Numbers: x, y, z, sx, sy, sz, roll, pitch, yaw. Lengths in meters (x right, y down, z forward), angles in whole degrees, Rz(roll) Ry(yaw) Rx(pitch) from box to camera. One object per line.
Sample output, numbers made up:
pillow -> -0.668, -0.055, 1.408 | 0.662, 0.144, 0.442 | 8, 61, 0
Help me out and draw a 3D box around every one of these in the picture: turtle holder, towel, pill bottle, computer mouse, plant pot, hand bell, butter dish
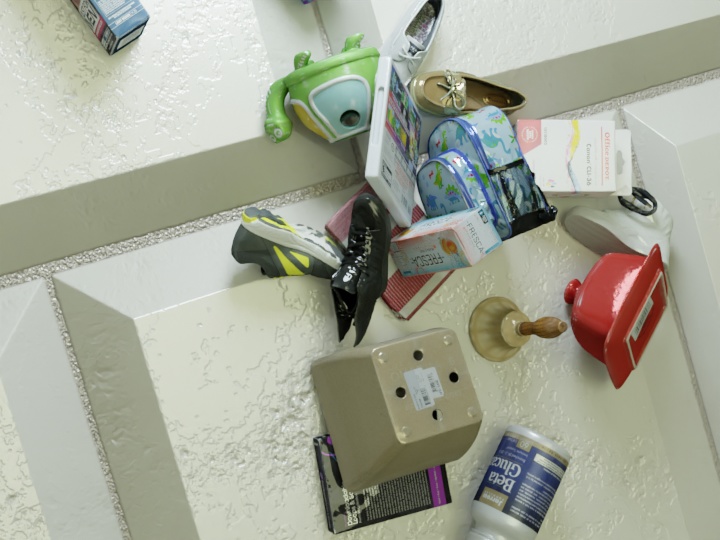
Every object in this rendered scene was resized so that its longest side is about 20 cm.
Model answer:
turtle holder -> -0.046, -0.254, 1.486 | 0.184, 0.141, 0.133 | -21, 95, -22
towel -> 0.052, -0.040, 1.576 | 0.144, 0.023, 0.201 | -44, 104, -20
pill bottle -> 0.237, 0.352, 1.574 | 0.110, 0.111, 0.202 | 32, 76, -16
computer mouse -> 0.411, -0.162, 1.691 | 0.059, 0.034, 0.200 | -42, 83, -10
plant pot -> 0.067, 0.183, 1.458 | 0.198, 0.177, 0.202 | -12, 76, -23
hand bell -> 0.256, 0.089, 1.551 | 0.103, 0.200, 0.106 | 1, 86, -21
butter dish -> 0.399, 0.057, 1.647 | 0.201, 0.147, 0.200 | -58, 150, -14

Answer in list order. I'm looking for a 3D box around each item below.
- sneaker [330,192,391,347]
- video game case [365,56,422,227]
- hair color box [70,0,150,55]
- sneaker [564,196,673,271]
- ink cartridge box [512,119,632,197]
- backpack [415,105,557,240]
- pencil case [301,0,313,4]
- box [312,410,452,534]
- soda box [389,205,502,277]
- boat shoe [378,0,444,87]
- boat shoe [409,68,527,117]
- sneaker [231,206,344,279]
sneaker -> -0.003, -0.001, 1.468 | 0.104, 0.059, 0.202 | -40, 135, -49
video game case -> 0.051, -0.183, 1.493 | 0.023, 0.200, 0.185 | 2, 73, 18
hair color box -> -0.374, -0.402, 1.389 | 0.060, 0.100, 0.201 | -38, 100, -17
sneaker -> 0.436, -0.085, 1.710 | 0.198, 0.074, 0.117 | 26, 64, -14
ink cartridge box -> 0.346, -0.179, 1.639 | 0.197, 0.068, 0.118 | 0, 86, -1
backpack -> 0.173, -0.136, 1.543 | 0.145, 0.183, 0.202 | -19, 88, -22
pencil case -> -0.107, -0.497, 1.506 | 0.092, 0.085, 0.201 | -37, 102, 10
box -> 0.034, 0.302, 1.540 | 0.198, 0.036, 0.145 | -9, 89, -23
soda box -> 0.118, -0.039, 1.484 | 0.068, 0.199, 0.064 | -34, 101, -24
boat shoe -> 0.075, -0.341, 1.577 | 0.072, 0.068, 0.201 | 36, 75, -15
boat shoe -> 0.169, -0.278, 1.599 | 0.198, 0.062, 0.074 | -2, 91, -30
sneaker -> -0.104, -0.023, 1.497 | 0.199, 0.075, 0.085 | 26, 109, -27
